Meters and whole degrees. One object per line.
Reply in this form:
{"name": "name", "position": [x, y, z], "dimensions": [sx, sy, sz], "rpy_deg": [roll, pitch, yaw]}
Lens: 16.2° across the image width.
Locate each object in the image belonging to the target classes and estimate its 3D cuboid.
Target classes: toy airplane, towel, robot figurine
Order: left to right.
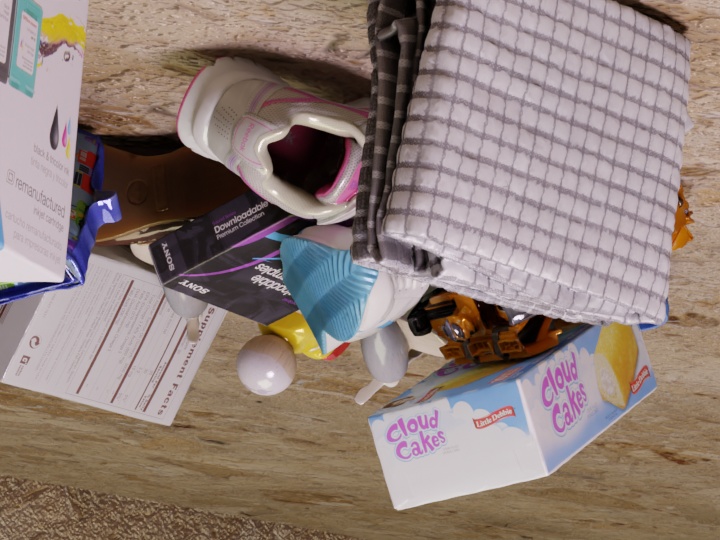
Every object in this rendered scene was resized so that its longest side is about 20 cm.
{"name": "toy airplane", "position": [-0.052, 0.022, 1.842], "dimensions": [0.199, 0.142, 0.200], "rpy_deg": [26, 170, -26]}
{"name": "towel", "position": [0.081, -0.065, 1.319], "dimensions": [0.200, 0.166, 0.085], "rpy_deg": [15, 170, -41]}
{"name": "robot figurine", "position": [0.125, 0.003, 1.662], "dimensions": [0.200, 0.058, 0.145], "rpy_deg": [-34, -164, -37]}

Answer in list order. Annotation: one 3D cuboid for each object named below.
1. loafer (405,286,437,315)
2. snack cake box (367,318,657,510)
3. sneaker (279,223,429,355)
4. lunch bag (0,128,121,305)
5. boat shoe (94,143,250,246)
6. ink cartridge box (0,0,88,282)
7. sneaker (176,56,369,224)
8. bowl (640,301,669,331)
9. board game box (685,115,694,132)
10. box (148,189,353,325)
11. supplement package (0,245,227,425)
{"name": "loafer", "position": [0.080, 0.011, 1.754], "dimensions": [0.199, 0.070, 0.070], "rpy_deg": [-17, 180, -24]}
{"name": "snack cake box", "position": [0.103, 0.086, 1.660], "dimensions": [0.115, 0.067, 0.200], "rpy_deg": [-14, -173, 29]}
{"name": "sneaker", "position": [0.000, 0.000, 1.586], "dimensions": [0.081, 0.077, 0.200], "rpy_deg": [-29, 178, -7]}
{"name": "lunch bag", "position": [-0.254, -0.042, 1.631], "dimensions": [0.199, 0.094, 0.151], "rpy_deg": [-3, -148, 3]}
{"name": "boat shoe", "position": [-0.139, -0.050, 1.713], "dimensions": [0.199, 0.071, 0.070], "rpy_deg": [-1, 171, 23]}
{"name": "ink cartridge box", "position": [-0.218, -0.107, 1.147], "dimensions": [0.145, 0.201, 0.147], "rpy_deg": [0, 168, 17]}
{"name": "sneaker", "position": [-0.009, -0.061, 1.503], "dimensions": [0.199, 0.082, 0.088], "rpy_deg": [11, -159, -31]}
{"name": "bowl", "position": [0.142, 0.013, 1.978], "dimensions": [0.200, 0.040, 0.201], "rpy_deg": [5, 168, 1]}
{"name": "board game box", "position": [0.116, -0.049, 1.540], "dimensions": [0.126, 0.035, 0.200], "rpy_deg": [-30, 176, -13]}
{"name": "box", "position": [-0.020, -0.030, 1.663], "dimensions": [0.200, 0.036, 0.143], "rpy_deg": [-26, 157, 22]}
{"name": "supplement package", "position": [-0.218, 0.029, 1.938], "dimensions": [0.117, 0.118, 0.200], "rpy_deg": [30, -175, 36]}
